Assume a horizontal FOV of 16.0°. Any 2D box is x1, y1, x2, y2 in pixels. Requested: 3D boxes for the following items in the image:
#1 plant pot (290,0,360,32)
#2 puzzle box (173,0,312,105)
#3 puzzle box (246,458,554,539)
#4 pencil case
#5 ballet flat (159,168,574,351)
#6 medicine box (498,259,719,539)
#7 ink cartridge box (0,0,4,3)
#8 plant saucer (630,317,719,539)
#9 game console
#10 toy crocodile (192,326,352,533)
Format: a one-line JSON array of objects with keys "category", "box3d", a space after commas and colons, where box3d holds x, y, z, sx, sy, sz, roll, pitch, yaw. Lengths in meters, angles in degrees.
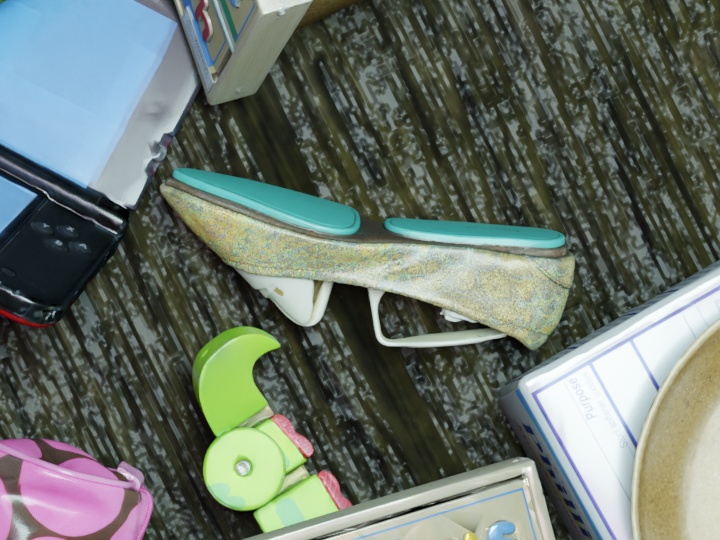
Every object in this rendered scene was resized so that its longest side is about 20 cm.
[{"category": "plant pot", "box3d": [0.029, -0.224, 1.172, 0.199, 0.186, 0.187, -17, 87, -18]}, {"category": "puzzle box", "box3d": [-0.078, -0.188, 1.163, 0.025, 0.133, 0.201, -17, 80, -17]}, {"category": "puzzle box", "box3d": [0.000, 0.173, 1.129, 0.199, 0.025, 0.134, -16, 91, -12]}, {"category": "pencil case", "box3d": [-0.146, 0.178, 1.169, 0.093, 0.091, 0.201, 6, 84, 9]}, {"category": "ballet flat", "box3d": [0.000, 0.000, 1.200, 0.199, 0.071, 0.071, 10, 86, -1]}, {"category": "medicine box", "box3d": [0.193, 0.085, 1.178, 0.199, 0.103, 0.183, -29, 87, -3]}, {"category": "ink cartridge box", "box3d": [-0.219, -0.213, 1.167, 0.148, 0.076, 0.200, -38, 87, -35]}, {"category": "plant saucer", "box3d": [0.214, 0.102, 1.105, 0.199, 0.035, 0.202, 0, 84, 0]}, {"category": "game console", "box3d": [-0.187, -0.089, 1.174, 0.199, 0.172, 0.119, 27, 112, 0]}, {"category": "toy crocodile", "box3d": [-0.024, 0.121, 1.186, 0.062, 0.068, 0.201, -30, 87, -4]}]
